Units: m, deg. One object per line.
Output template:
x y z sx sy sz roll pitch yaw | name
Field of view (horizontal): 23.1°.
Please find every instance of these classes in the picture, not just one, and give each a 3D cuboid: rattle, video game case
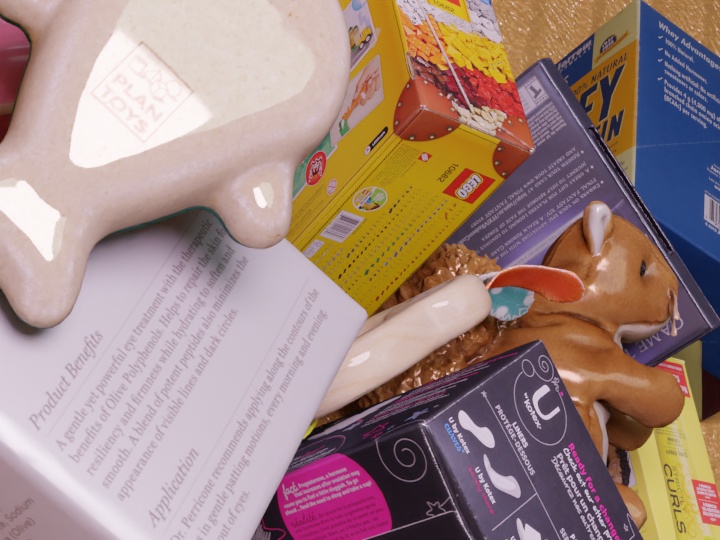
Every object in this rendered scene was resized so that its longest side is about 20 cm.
0.000 0.000 0.941 0.200 0.130 0.143 -31 76 -6 | rattle
0.123 -0.015 1.135 0.019 0.143 0.200 -24 79 -52 | video game case

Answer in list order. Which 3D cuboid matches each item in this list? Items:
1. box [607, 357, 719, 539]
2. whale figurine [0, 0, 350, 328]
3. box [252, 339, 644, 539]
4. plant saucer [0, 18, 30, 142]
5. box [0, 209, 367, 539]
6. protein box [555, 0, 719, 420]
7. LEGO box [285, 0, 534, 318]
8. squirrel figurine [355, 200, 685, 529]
0.196 0.152 1.153 0.075 0.050 0.200 14 53 -34 | box
-0.096 -0.062 0.723 0.159 0.104 0.200 42 64 -7 | whale figurine
0.021 0.137 0.879 0.115 0.200 0.132 -30 93 -49 | box
-0.183 -0.072 0.855 0.200 0.200 0.051 -2 69 -43 | plant saucer
-0.142 0.067 0.791 0.171 0.200 0.199 42 41 -13 | box
0.220 -0.042 1.248 0.198 0.135 0.200 31 45 -23 | protein box
-0.006 -0.068 0.998 0.077 0.200 0.149 20 42 -31 | LEGO box
0.097 0.044 1.047 0.199 0.142 0.187 19 79 3 | squirrel figurine
